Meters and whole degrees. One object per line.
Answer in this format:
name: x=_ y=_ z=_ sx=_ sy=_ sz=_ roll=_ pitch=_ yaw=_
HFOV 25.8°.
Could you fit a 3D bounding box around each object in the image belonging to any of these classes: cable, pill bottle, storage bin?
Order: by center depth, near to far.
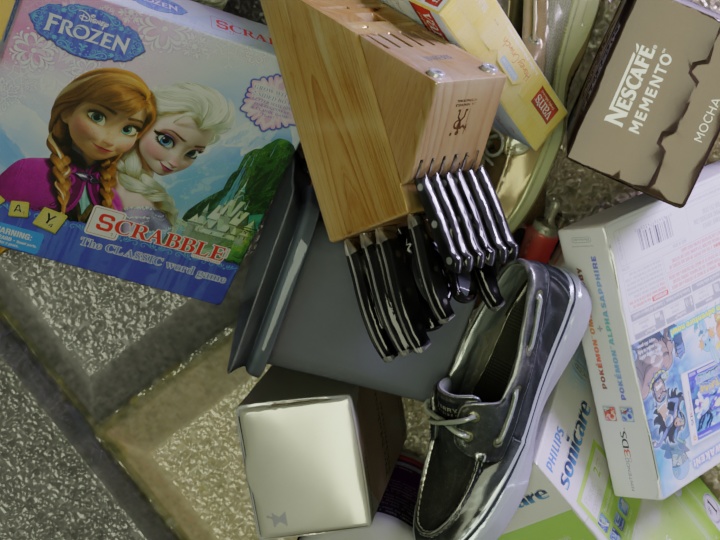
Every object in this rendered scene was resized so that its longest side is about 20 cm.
storage bin: x=0.000 y=0.000 z=1.038 sx=0.134 sy=0.200 sz=0.146 roll=18 pitch=103 yaw=-7
pill bottle: x=0.008 y=0.205 z=1.103 sx=0.112 sy=0.200 sz=0.113 roll=2 pitch=101 yaw=8
cable: x=0.115 y=0.040 z=1.118 sx=0.097 sy=0.050 sz=0.200 roll=11 pitch=102 yaw=-39

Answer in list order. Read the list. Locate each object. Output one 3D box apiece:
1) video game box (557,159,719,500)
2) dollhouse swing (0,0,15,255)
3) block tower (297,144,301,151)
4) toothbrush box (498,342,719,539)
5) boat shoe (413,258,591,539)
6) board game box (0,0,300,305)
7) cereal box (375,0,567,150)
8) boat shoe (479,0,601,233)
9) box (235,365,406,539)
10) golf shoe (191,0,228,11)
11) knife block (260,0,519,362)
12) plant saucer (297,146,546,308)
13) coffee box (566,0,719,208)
video game box: x=0.225 y=0.032 z=1.050 sx=0.047 sy=0.200 sz=0.183 roll=-6 pitch=102 yaw=48
dollhouse swing: x=-0.239 y=-0.152 z=1.149 sx=0.200 sy=0.176 sz=0.182 roll=55 pitch=144 yaw=-5
block tower: x=-0.129 y=-0.128 z=1.077 sx=0.200 sy=0.054 sz=0.058 roll=6 pitch=71 yaw=-22
toothbrush box: x=0.158 y=0.163 z=1.071 sx=0.086 sy=0.146 sz=0.200 roll=-28 pitch=111 yaw=35
boat shoe: x=0.071 y=0.083 z=0.963 sx=0.071 sy=0.072 sz=0.200 roll=24 pitch=86 yaw=-41
board game box: x=-0.148 y=-0.086 z=1.021 sx=0.200 sy=0.041 sz=0.200 roll=15 pitch=123 yaw=-20
cereal box: x=0.030 y=-0.163 z=1.006 sx=0.040 sy=0.144 sz=0.200 roll=-50 pitch=48 yaw=-6
boat shoe: x=0.106 y=-0.120 z=1.066 sx=0.063 sy=0.073 sz=0.201 roll=19 pitch=87 yaw=-14
box: x=-0.022 y=0.107 z=1.086 sx=0.078 sy=0.200 sz=0.095 roll=-7 pitch=101 yaw=10
golf shoe: x=-0.111 y=-0.223 z=1.062 sx=0.078 sy=0.097 sz=0.200 roll=18 pitch=78 yaw=-2
knife block: x=0.009 y=-0.054 z=0.922 sx=0.200 sy=0.064 sz=0.176 roll=36 pitch=121 yaw=34
plant saucer: x=0.033 y=-0.054 z=1.130 sx=0.200 sy=0.035 sz=0.201 roll=2 pitch=102 yaw=8
coffee box: x=0.189 y=-0.121 z=1.010 sx=0.080 sy=0.200 sz=0.113 roll=24 pitch=103 yaw=2
